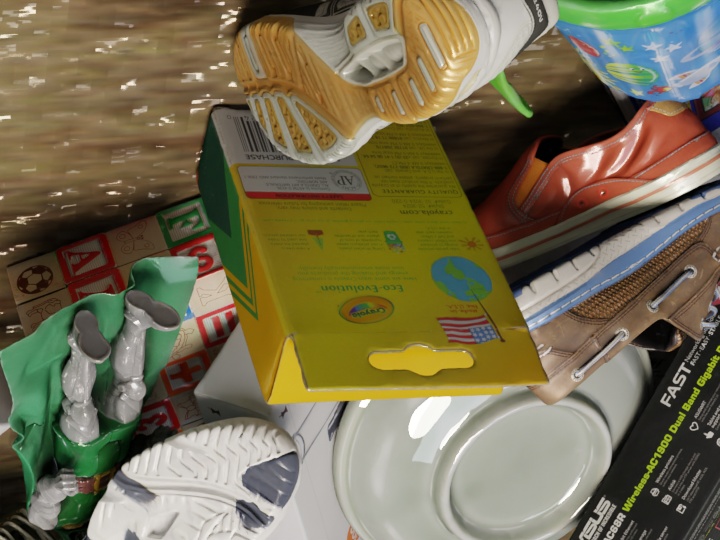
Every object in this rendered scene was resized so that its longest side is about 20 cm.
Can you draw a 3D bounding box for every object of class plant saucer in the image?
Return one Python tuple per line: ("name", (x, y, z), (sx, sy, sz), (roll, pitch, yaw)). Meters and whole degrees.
("plant saucer", (0.085, 0.103, 0.913), (0.200, 0.050, 0.200), (-11, 123, -17))

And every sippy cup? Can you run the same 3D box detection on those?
("sippy cup", (0.144, -0.153, 0.797), (0.178, 0.140, 0.130), (-8, 154, 18))

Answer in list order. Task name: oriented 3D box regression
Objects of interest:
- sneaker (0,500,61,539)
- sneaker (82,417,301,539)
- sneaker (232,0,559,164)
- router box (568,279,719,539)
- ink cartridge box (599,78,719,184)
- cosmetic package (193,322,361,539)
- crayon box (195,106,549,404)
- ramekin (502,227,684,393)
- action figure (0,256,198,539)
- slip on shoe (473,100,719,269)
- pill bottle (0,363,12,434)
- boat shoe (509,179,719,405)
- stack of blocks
("sneaker", (-0.208, 0.164, 0.943), (0.090, 0.067, 0.200), (-32, 171, -11))
("sneaker", (-0.086, 0.142, 0.875), (0.199, 0.079, 0.130), (-50, 164, 21))
("sneaker", (0.015, -0.101, 0.756), (0.088, 0.200, 0.076), (-30, 106, -29))
("router box", (0.217, 0.106, 0.956), (0.200, 0.062, 0.150), (-59, 148, 1))
("ink cartridge box", (0.247, -0.125, 0.938), (0.200, 0.047, 0.198), (-33, 137, 5))
("cosmetic package", (-0.021, 0.079, 0.935), (0.151, 0.052, 0.200), (-57, 152, -31))
("crayon box", (0.000, 0.000, 0.808), (0.127, 0.200, 0.051), (0, 133, -21))
("ramekin", (0.139, 0.062, 1.027), (0.200, 0.105, 0.200), (-14, 138, -13))
("action figure", (-0.140, 0.088, 0.852), (0.118, 0.055, 0.200), (-23, 149, -33))
("slip on shoe", (0.108, -0.045, 0.914), (0.200, 0.061, 0.074), (-25, -177, 34))
("pill bottle", (-0.280, 0.106, 0.849), (0.200, 0.109, 0.109), (-37, 138, 13))
("boat shoe", (0.154, 0.009, 0.873), (0.200, 0.072, 0.072), (-27, -178, -23))
("stack of blocks", (-0.114, 0.062, 0.928), (0.115, 0.059, 0.200), (-21, 139, -6))
